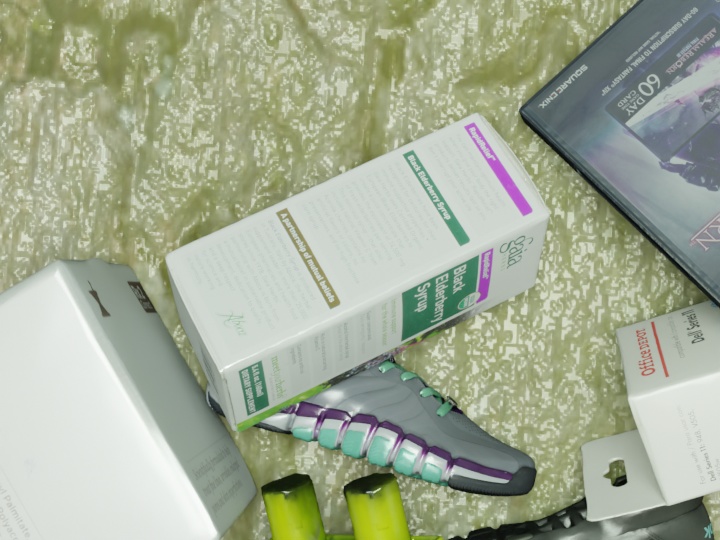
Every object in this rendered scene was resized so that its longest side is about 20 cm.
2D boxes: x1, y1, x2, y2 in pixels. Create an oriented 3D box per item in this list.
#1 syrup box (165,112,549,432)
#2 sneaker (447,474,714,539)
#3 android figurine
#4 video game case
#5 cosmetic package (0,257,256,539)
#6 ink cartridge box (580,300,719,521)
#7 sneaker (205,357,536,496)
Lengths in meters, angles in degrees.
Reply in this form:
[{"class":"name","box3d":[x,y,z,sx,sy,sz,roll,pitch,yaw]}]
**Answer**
[{"class":"syrup box","box3d":[0.000,0.000,0.782,0.199,0.079,0.082,-24,64,-13]},{"class":"sneaker","box3d":[0.112,0.178,0.811,0.198,0.075,0.080,-19,91,2]},{"class":"android figurine","box3d":[0.001,0.214,0.794,0.181,0.041,0.202,-5,99,37]},{"class":"video game case","box3d":[0.199,-0.074,0.765,0.143,0.019,0.200,-41,56,1]},{"class":"cosmetic package","box3d":[-0.187,0.113,0.776,0.199,0.165,0.166,-30,89,2]},{"class":"ink cartridge box","box3d":[0.207,0.060,0.772,0.198,0.117,0.068,-19,103,11]},{"class":"sneaker","box3d":[0.013,0.068,0.818,0.198,0.074,0.088,17,85,3]}]
